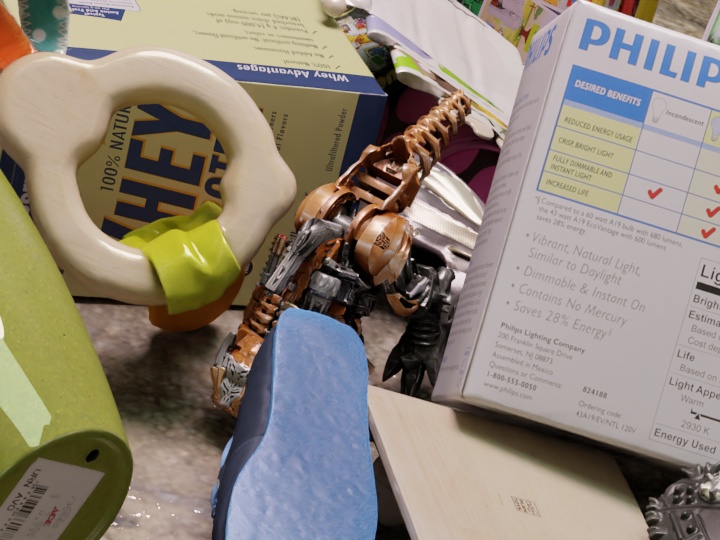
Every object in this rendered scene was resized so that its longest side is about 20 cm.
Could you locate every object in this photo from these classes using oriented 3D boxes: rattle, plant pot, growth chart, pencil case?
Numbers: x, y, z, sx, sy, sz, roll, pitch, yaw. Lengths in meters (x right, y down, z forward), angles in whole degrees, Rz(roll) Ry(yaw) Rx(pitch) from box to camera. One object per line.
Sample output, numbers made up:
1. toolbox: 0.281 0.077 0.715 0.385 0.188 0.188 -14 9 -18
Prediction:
1. rattle: -0.130 -0.067 1.413 0.200 0.130 0.143 37 6 1
2. plant pot: -0.193 0.044 1.221 0.186 0.188 0.200 -12 46 -43
3. growth chart: 0.051 -0.122 1.596 0.200 0.018 0.145 38 27 -19
4. pencil case: 0.049 -0.084 1.684 0.094 0.091 0.200 44 15 -30

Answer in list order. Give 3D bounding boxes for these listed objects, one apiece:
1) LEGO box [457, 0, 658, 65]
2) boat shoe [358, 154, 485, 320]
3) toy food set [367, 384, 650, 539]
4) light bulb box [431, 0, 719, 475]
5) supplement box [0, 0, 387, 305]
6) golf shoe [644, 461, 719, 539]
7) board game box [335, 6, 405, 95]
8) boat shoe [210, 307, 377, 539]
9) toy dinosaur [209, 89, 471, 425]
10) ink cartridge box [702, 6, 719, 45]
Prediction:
1. LEGO box: 0.111 -0.192 1.790 0.149 0.201 0.077 30 29 29
2. boat shoe: 0.068 0.017 1.528 0.200 0.075 0.073 35 58 26
3. toy food set: 0.065 0.133 1.312 0.143 0.061 0.200 17 26 -22
4. light bulb box: 0.158 -0.004 1.402 0.197 0.201 0.125 17 -4 -6
5. supplement box: -0.119 -0.090 1.543 0.199 0.135 0.200 3 29 -22
6. golf shoe: 0.203 0.167 1.279 0.077 0.088 0.200 -35 50 -16
7. board game box: -0.035 -0.141 1.716 0.105 0.024 0.200 -35 33 -12
8. boat shoe: -0.029 0.107 1.283 0.084 0.069 0.201 25 39 -7
9. toy dinosaur: 0.000 0.000 1.423 0.200 0.136 0.102 -37 62 -6
10. ink cartridge box: 0.268 -0.128 1.550 0.144 0.084 0.200 24 3 3
